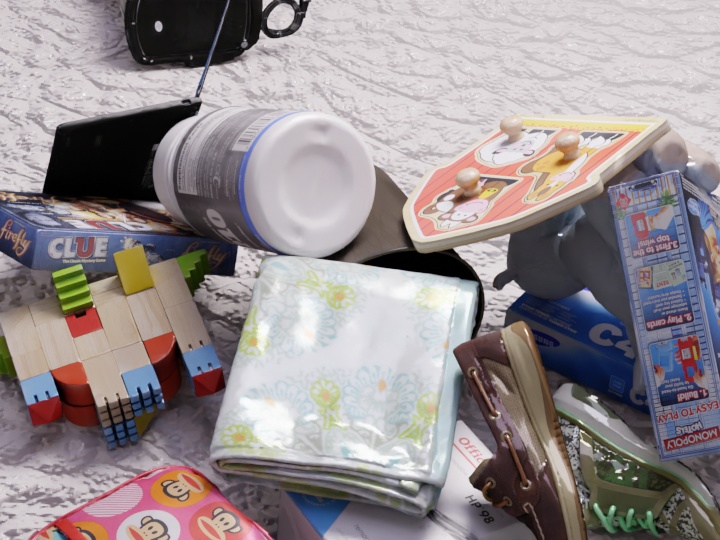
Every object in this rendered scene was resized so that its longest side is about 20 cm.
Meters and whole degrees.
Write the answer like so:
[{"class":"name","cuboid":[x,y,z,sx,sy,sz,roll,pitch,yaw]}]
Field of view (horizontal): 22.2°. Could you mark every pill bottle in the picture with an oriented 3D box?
[{"class":"pill bottle","cuboid":[-0.084,-0.074,1.481,0.113,0.115,0.200,-18,15,-28]}]

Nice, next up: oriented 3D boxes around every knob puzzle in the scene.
[{"class":"knob puzzle","cuboid":[0.112,-0.077,1.426,0.218,0.031,0.220,-20,23,9]}]

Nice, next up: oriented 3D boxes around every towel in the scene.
[{"class":"towel","cuboid":[-0.009,0.077,1.333,0.170,0.048,0.201,10,52,6]}]

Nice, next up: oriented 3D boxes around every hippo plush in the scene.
[{"class":"hippo plush","cuboid":[0.203,-0.028,1.516,0.159,0.202,0.160,-24,20,-38]}]

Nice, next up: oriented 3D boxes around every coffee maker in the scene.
[{"class":"coffee maker","cuboid":[-0.182,-0.311,1.966,0.191,0.135,0.200,13,30,-29]}]

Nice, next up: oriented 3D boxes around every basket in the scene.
[{"class":"basket","cuboid":[0.000,0.000,1.524,0.180,0.136,0.200,-32,31,9]}]

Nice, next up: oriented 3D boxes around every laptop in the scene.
[{"class":"laptop","cuboid":[-0.201,-0.143,1.630,0.199,0.188,0.117,-14,68,-23]}]

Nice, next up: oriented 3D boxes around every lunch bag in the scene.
[{"class":"lunch bag","cuboid":[-0.137,0.233,1.239,0.175,0.082,0.200,-25,43,-29]}]

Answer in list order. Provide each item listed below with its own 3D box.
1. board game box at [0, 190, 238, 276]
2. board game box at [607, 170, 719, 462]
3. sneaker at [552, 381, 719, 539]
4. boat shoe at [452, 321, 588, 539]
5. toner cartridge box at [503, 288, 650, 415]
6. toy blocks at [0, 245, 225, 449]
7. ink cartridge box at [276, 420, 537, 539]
[{"class":"board game box","cuboid":[-0.220,-0.032,1.546,0.199,0.035,0.135,2,15,-41]},{"class":"board game box","cuboid":[0.264,0.052,1.388,0.061,0.200,0.202,-13,68,31]},{"class":"sneaker","cuboid":[0.198,0.173,1.383,0.089,0.077,0.200,-45,54,-10]},{"class":"boat shoe","cuboid":[0.111,0.140,1.281,0.071,0.072,0.202,-16,80,6]},{"class":"toner cartridge box","cuboid":[0.227,0.065,1.536,0.199,0.043,0.095,24,39,26]},{"class":"toy blocks","cuboid":[-0.194,0.074,1.447,0.198,0.100,0.137,-18,49,-11]},{"class":"ink cartridge box","cuboid":[0.052,0.181,1.334,0.199,0.067,0.116,-17,41,-27]}]
